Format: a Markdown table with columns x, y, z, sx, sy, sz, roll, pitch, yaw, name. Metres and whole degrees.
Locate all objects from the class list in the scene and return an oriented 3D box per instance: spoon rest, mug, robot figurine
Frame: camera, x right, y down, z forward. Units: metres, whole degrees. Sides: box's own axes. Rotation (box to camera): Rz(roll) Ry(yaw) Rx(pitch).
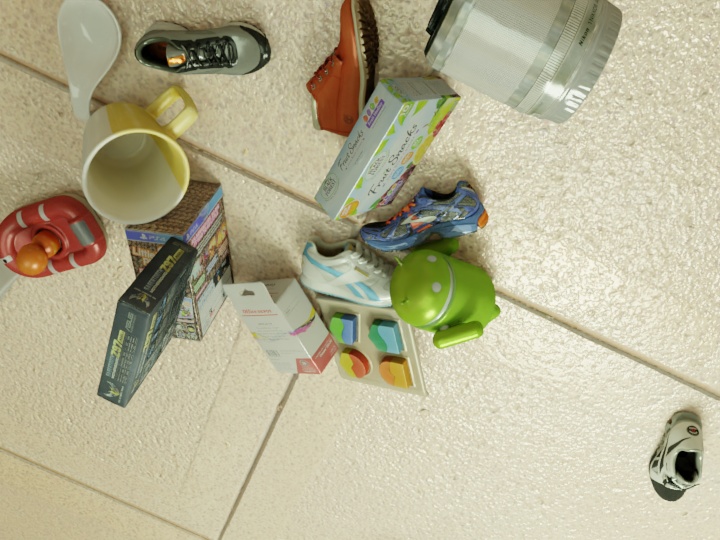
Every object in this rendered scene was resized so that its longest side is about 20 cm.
| x | y | z | sx | sy | sz | roll | pitch | yaw | name |
| --- | --- | --- | --- | --- | --- | --- | --- | --- | --- |
| -0.397 | -0.302 | 1.043 | 0.098 | 0.061 | 0.202 | 16 | 127 | 2 | spoon rest |
| -0.328 | -0.177 | 1.054 | 0.184 | 0.154 | 0.151 | -19 | 132 | -17 | mug |
| 0.126 | 0.037 | 1.080 | 0.198 | 0.178 | 0.115 | 18 | 141 | -38 | robot figurine |

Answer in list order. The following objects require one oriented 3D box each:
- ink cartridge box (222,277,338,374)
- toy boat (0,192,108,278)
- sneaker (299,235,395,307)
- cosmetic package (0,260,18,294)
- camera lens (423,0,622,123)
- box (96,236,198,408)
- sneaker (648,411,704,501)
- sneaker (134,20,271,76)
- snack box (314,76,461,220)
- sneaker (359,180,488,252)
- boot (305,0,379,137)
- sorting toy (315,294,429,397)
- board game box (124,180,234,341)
| x | y | z | sx | sy | sz | roll | pitch | yaw | name |
| --- | --- | --- | --- | --- | --- | --- | --- | --- | --- |
| -0.137 | 0.081 | 1.213 | 0.115 | 0.068 | 0.202 | -4 | 126 | 41 | ink cartridge box |
| -0.542 | -0.041 | 1.212 | 0.197 | 0.131 | 0.132 | -13 | 120 | 22 | toy boat |
| 0.000 | 0.000 | 1.139 | 0.196 | 0.077 | 0.082 | 10 | 121 | 4 | sneaker |
| -0.756 | 0.038 | 1.278 | 0.166 | 0.201 | 0.167 | 41 | 123 | -16 | cosmetic package |
| 0.184 | -0.285 | 0.844 | 0.197 | 0.161 | 0.161 | 25 | 126 | -4 | camera lens |
| -0.306 | 0.074 | 1.017 | 0.050 | 0.159 | 0.202 | 24 | 127 | -3 | box |
| 0.549 | 0.348 | 1.229 | 0.073 | 0.089 | 0.203 | 1 | 125 | 11 | sneaker |
| -0.220 | -0.301 | 0.987 | 0.196 | 0.080 | 0.075 | 4 | 123 | 10 | sneaker |
| 0.036 | -0.168 | 0.972 | 0.053 | 0.141 | 0.201 | 48 | 128 | 19 | snack box |
| 0.090 | -0.085 | 1.069 | 0.196 | 0.076 | 0.080 | -14 | 108 | 15 | sneaker |
| -0.028 | -0.274 | 0.963 | 0.105 | 0.075 | 0.203 | 9 | 127 | 14 | boot |
| 0.017 | 0.134 | 1.215 | 0.182 | 0.037 | 0.203 | 6 | 129 | 34 | sorting toy |
| -0.284 | -0.018 | 1.145 | 0.095 | 0.160 | 0.203 | 6 | 124 | 10 | board game box |
